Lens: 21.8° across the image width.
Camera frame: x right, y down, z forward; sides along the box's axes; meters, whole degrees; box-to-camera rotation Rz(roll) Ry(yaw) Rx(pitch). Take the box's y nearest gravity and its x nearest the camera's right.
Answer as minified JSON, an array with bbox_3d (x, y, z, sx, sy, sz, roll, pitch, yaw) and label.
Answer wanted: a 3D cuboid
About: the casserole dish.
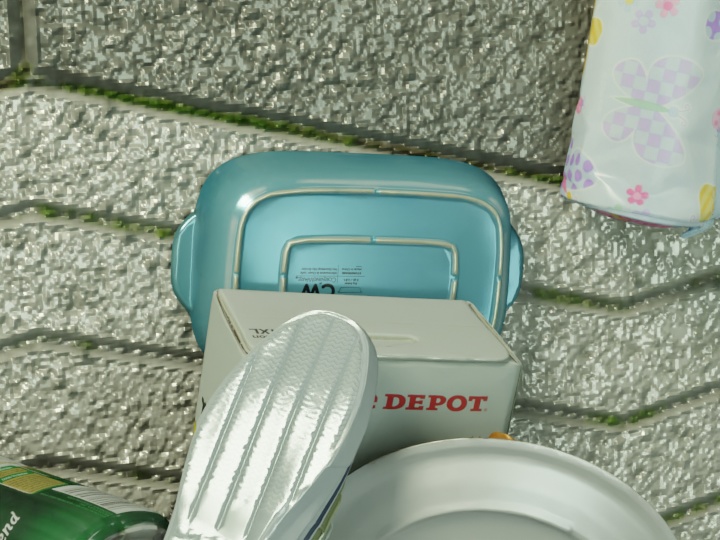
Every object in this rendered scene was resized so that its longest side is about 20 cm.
[{"bbox_3d":[0.000,0.000,0.992,0.199,0.039,0.122,1,98,-17],"label":"casserole dish"}]

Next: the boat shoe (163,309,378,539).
[{"bbox_3d":[-0.048,0.114,0.847,0.072,0.062,0.201,21,74,23],"label":"boat shoe"}]

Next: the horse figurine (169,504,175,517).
[{"bbox_3d":[-0.018,0.206,0.893,0.199,0.050,0.133,24,105,14],"label":"horse figurine"}]

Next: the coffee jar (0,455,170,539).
[{"bbox_3d":[-0.187,0.130,0.876,0.085,0.199,0.105,7,100,-57],"label":"coffee jar"}]

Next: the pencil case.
[{"bbox_3d":[0.166,-0.122,1.000,0.090,0.083,0.201,11,97,3],"label":"pencil case"}]

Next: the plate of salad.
[{"bbox_3d":[0.063,0.156,0.917,0.198,0.048,0.201,3,123,5],"label":"plate of salad"}]

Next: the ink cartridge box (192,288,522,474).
[{"bbox_3d":[-0.012,0.116,0.960,0.145,0.083,0.201,3,112,-18],"label":"ink cartridge box"}]
